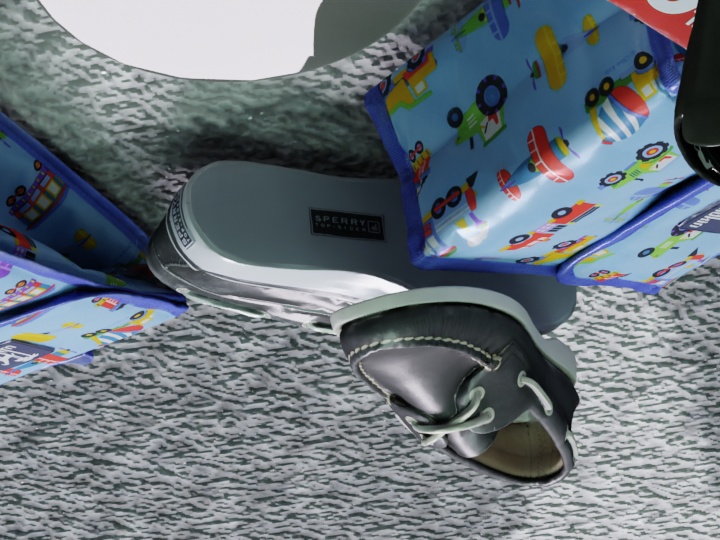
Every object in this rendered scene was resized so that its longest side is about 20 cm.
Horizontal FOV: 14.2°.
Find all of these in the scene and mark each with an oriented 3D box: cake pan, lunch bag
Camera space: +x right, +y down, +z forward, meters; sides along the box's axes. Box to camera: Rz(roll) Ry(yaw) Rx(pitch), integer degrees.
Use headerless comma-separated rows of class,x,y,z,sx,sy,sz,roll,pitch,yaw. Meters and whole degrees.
cake pan,-0.052,-0.143,1.153,0.199,0.037,0.201,-2,144,-2
lunch bag,-0.186,0.004,1.317,0.150,0.094,0.200,-24,152,23
lunch bag,0.129,-0.056,1.252,0.200,0.094,0.150,17,138,-44

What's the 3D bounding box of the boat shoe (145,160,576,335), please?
boat shoe,0.000,0.002,1.325,0.199,0.074,0.068,6,151,-24

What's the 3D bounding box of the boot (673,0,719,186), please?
boot,0.150,-0.072,0.994,0.077,0.139,0.200,-2,159,30

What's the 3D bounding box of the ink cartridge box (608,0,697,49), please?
ink cartridge box,0.212,-0.144,1.120,0.200,0.084,0.176,26,126,-34

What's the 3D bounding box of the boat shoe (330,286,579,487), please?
boat shoe,0.046,0.053,1.276,0.074,0.061,0.200,-11,163,19
